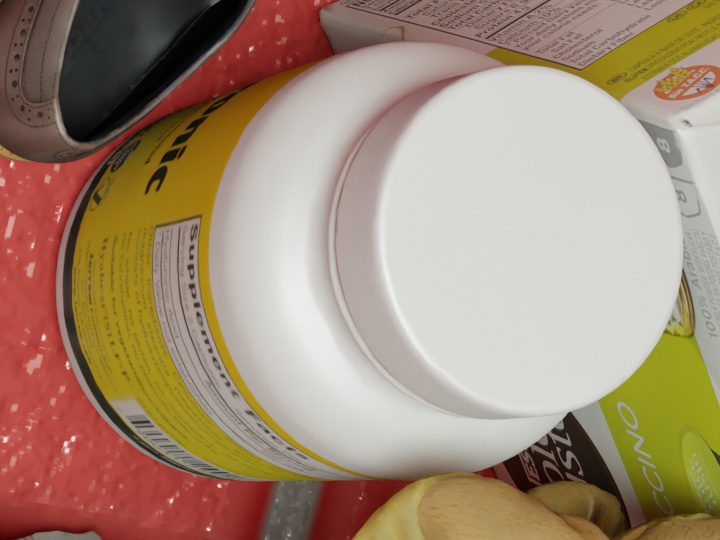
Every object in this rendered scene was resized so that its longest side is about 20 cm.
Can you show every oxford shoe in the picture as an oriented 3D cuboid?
[{"bbox_3d":[-0.033,-0.107,0.764,0.071,0.072,0.200,41,78,-30],"label":"oxford shoe"}]

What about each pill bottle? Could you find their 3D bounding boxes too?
[{"bbox_3d":[0.000,0.000,0.722,0.111,0.200,0.112,2,86,-25],"label":"pill bottle"}]

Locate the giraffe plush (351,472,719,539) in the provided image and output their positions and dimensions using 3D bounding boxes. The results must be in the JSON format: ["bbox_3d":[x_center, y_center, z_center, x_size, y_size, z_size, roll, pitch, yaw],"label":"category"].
[{"bbox_3d":[0.056,0.122,0.719,0.162,0.199,0.174,-15,95,-41],"label":"giraffe plush"}]

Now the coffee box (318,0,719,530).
[{"bbox_3d":[0.141,-0.021,0.815,0.199,0.198,0.200,-31,116,-20],"label":"coffee box"}]

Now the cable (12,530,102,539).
[{"bbox_3d":[-0.122,0.170,0.729,0.200,0.069,0.201,7,93,-54],"label":"cable"}]
